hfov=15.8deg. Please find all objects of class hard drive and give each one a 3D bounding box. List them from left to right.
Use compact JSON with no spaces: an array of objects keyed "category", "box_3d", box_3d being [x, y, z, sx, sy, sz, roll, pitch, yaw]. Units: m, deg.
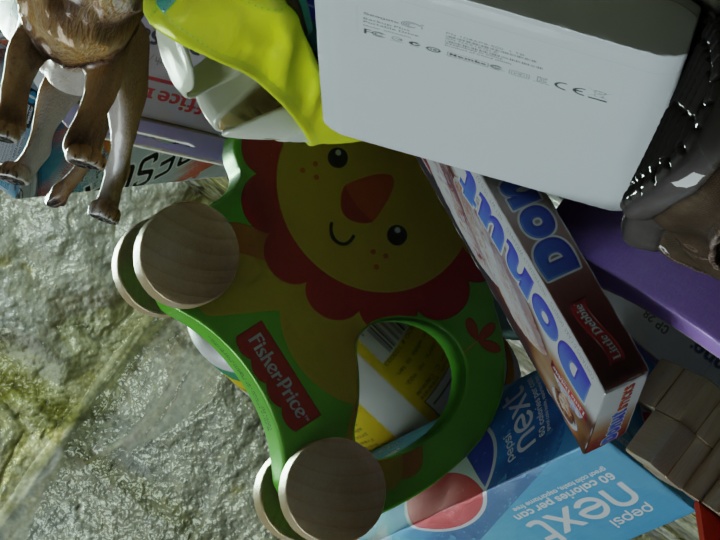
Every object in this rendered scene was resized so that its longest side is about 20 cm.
[{"category":"hard drive","box_3d":[0.049,-0.075,0.958,0.132,0.027,0.200,16,167,4]}]

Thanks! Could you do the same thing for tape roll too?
[{"category":"tape roll","box_3d":[0.172,0.023,1.124,0.200,0.066,0.200,38,175,4]}]

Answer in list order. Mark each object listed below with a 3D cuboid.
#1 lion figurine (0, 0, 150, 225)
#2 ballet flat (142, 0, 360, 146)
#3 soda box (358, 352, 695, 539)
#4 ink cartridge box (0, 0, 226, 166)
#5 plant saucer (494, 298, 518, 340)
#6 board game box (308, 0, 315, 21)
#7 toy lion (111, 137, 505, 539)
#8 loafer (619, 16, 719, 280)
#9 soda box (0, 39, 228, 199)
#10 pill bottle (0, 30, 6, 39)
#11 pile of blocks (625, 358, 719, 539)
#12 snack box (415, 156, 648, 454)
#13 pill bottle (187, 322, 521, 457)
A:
[{"category":"lion figurine","box_3d":[-0.116,-0.098,1.116,0.072,0.123,0.200,16,168,-7]},{"category":"ballet flat","box_3d":[-0.044,-0.089,1.073,0.067,0.067,0.200,53,-179,19]},{"category":"soda box","box_3d":[0.065,0.106,1.228,0.068,0.064,0.200,37,133,-27]},{"category":"ink cartridge box","box_3d":[-0.116,-0.126,1.339,0.117,0.067,0.200,12,-159,-27]},{"category":"plant saucer","box_3d":[0.033,-0.019,1.320,0.200,0.027,0.200,27,162,9]},{"category":"board game box","box_3d":[-0.116,-0.162,1.203,0.200,0.045,0.134,23,-177,-10]},{"category":"toy lion","box_3d":[0.000,0.000,1.190,0.200,0.192,0.069,59,163,-2]},{"category":"loafer","box_3d":[0.135,-0.034,0.885,0.071,0.073,0.200,26,179,6]},{"category":"soda box","box_3d":[-0.136,-0.087,1.413,0.068,0.064,0.200,31,-158,28]},{"category":"pill bottle","box_3d":[-0.209,-0.189,1.578,0.200,0.114,0.114,40,174,-40]},{"category":"pile of blocks","box_3d":[0.192,0.117,1.117,0.200,0.062,0.082,35,175,30]},{"category":"snack box","box_3d":[0.060,-0.023,1.092,0.200,0.024,0.072,61,166,20]},{"category":"pill bottle","box_3d":[0.012,0.051,1.314,0.200,0.113,0.113,44,172,-37]}]
